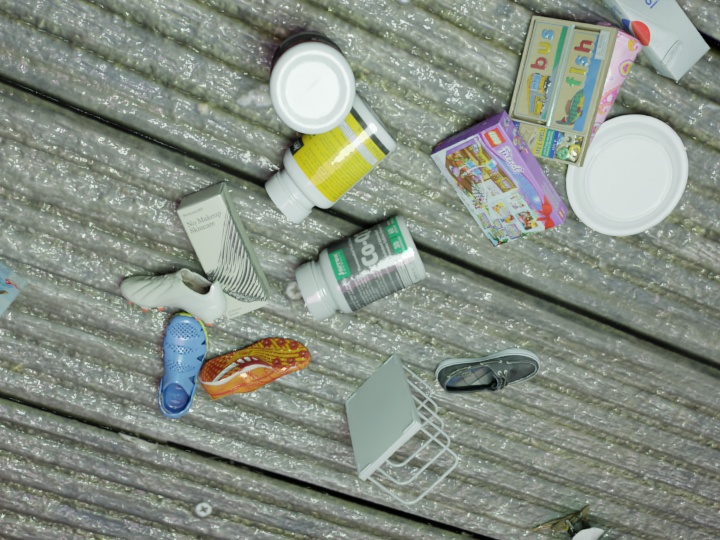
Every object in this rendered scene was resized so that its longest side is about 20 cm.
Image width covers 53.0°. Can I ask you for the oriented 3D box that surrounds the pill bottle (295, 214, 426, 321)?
[{"bbox_3d":[0.000,0.000,1.181,0.196,0.114,0.115,-25,114,4],"label":"pill bottle"}]

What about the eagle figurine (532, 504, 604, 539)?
[{"bbox_3d":[0.470,0.591,1.464,0.149,0.204,0.151,-8,160,-43],"label":"eagle figurine"}]

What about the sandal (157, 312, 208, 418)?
[{"bbox_3d":[-0.307,0.171,1.239,0.077,0.087,0.205,6,111,-6],"label":"sandal"}]

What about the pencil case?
[{"bbox_3d":[0.352,-0.274,1.117,0.086,0.088,0.203,20,112,-14],"label":"pencil case"}]

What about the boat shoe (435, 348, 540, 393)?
[{"bbox_3d":[0.236,0.190,1.311,0.195,0.067,0.072,-2,114,-5],"label":"boat shoe"}]

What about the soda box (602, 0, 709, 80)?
[{"bbox_3d":[0.435,-0.385,1.089,0.068,0.064,0.199,-43,110,13],"label":"soda box"}]

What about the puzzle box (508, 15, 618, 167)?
[{"bbox_3d":[0.297,-0.271,1.091,0.131,0.025,0.205,19,107,30],"label":"puzzle box"}]

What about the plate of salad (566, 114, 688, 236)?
[{"bbox_3d":[0.438,-0.157,1.196,0.195,0.048,0.205,2,112,5],"label":"plate of salad"}]

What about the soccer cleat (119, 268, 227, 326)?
[{"bbox_3d":[-0.301,0.028,1.162,0.196,0.069,0.079,12,122,18],"label":"soccer cleat"}]

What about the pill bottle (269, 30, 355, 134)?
[{"bbox_3d":[-0.070,-0.270,1.012,0.113,0.201,0.119,-2,114,-5],"label":"pill bottle"}]

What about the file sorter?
[{"bbox_3d":[0.070,0.277,1.263,0.124,0.201,0.139,39,105,-24],"label":"file sorter"}]

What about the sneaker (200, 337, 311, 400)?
[{"bbox_3d":[-0.182,0.173,1.272,0.195,0.074,0.078,-13,139,0],"label":"sneaker"}]

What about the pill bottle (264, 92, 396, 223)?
[{"bbox_3d":[-0.049,-0.168,1.106,0.199,0.112,0.111,-41,111,11],"label":"pill bottle"}]

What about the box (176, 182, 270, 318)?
[{"bbox_3d":[-0.218,-0.031,1.170,0.081,0.069,0.203,-20,114,4],"label":"box"}]

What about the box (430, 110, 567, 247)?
[{"bbox_3d":[0.221,-0.139,1.148,0.135,0.039,0.201,-18,120,43],"label":"box"}]

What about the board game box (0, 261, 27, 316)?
[{"bbox_3d":[-0.621,0.010,1.076,0.041,0.200,0.200,-42,110,13],"label":"board game box"}]
